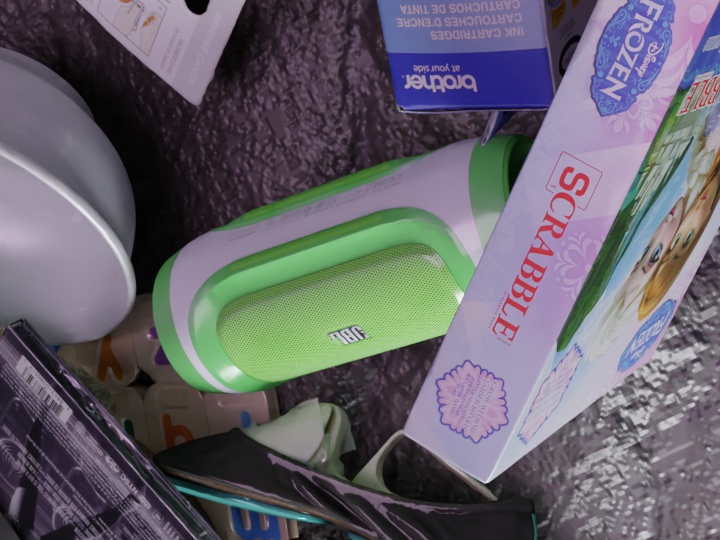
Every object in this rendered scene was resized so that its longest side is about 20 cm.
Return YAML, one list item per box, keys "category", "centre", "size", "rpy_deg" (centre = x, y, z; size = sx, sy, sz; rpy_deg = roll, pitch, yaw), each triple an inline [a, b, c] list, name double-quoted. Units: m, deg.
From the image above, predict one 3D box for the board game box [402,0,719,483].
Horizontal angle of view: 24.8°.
- category: "board game box"
  centre: [0.111, -0.034, 0.644]
  size: [0.041, 0.200, 0.200]
  rpy_deg: [31, 114, 19]

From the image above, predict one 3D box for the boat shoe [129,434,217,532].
- category: "boat shoe"
  centre: [-0.096, 0.175, 0.852]
  size: [0.065, 0.072, 0.200]
  rpy_deg: [-34, 95, 22]

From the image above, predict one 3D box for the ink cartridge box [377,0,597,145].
- category: "ink cartridge box"
  centre: [0.061, -0.152, 0.665]
  size: [0.076, 0.136, 0.201]
  rpy_deg: [2, 118, 29]

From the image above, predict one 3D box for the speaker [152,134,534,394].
- category: "speaker"
  centre: [0.000, 0.000, 0.776]
  size: [0.199, 0.088, 0.089]
  rpy_deg: [-18, 91, 30]

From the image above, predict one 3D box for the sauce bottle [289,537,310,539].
- category: "sauce bottle"
  centre: [0.044, 0.194, 0.803]
  size: [0.199, 0.066, 0.066]
  rpy_deg: [19, 109, 16]

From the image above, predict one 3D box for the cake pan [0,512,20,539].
- category: "cake pan"
  centre: [-0.236, 0.173, 0.868]
  size: [0.200, 0.037, 0.201]
  rpy_deg: [17, 122, 29]

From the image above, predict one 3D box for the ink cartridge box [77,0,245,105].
- category: "ink cartridge box"
  centre: [-0.112, -0.204, 0.794]
  size: [0.200, 0.050, 0.162]
  rpy_deg: [41, 135, 10]

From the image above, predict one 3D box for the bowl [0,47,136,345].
- category: "bowl"
  centre: [-0.196, -0.053, 0.845]
  size: [0.200, 0.091, 0.201]
  rpy_deg: [14, 149, 9]

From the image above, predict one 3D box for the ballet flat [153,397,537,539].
- category: "ballet flat"
  centre: [-0.004, 0.106, 0.814]
  size: [0.199, 0.068, 0.069]
  rpy_deg: [19, 82, 13]

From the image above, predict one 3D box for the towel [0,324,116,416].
- category: "towel"
  centre: [-0.240, 0.068, 0.884]
  size: [0.200, 0.037, 0.149]
  rpy_deg: [29, 124, -5]

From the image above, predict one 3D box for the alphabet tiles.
- category: "alphabet tiles"
  centre: [-0.126, 0.110, 0.906]
  size: [0.199, 0.015, 0.196]
  rpy_deg: [-6, 97, 29]

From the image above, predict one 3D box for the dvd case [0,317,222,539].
- category: "dvd case"
  centre: [-0.160, 0.138, 0.833]
  size: [0.149, 0.016, 0.200]
  rpy_deg: [46, 130, 11]
